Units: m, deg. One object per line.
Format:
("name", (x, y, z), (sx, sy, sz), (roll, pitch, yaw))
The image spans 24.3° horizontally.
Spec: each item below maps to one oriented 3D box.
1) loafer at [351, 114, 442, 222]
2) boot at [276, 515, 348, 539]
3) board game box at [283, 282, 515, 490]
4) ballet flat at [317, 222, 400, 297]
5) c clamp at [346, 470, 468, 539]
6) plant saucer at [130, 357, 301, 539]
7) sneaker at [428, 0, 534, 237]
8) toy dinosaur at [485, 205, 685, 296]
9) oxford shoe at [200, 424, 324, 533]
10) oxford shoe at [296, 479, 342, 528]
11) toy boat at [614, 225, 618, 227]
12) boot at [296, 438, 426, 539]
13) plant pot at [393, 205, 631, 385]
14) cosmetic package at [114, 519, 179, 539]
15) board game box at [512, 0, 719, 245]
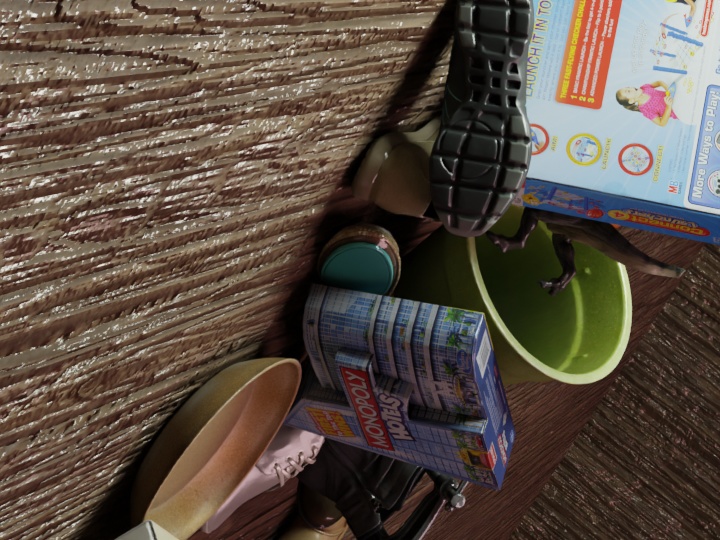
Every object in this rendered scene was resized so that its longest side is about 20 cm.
("loafer", (0.059, -0.076, 1.353), (0.200, 0.067, 0.076), (-25, 148, -60))
("boot", (-0.041, 0.247, 1.770), (0.176, 0.066, 0.201), (-55, 171, -46))
("board game box", (0.017, 0.096, 1.401), (0.201, 0.198, 0.062), (69, 35, -53))
("ballet flat", (0.000, 0.000, 1.382), (0.201, 0.070, 0.066), (103, 2, -61))
("c clamp", (0.053, 0.208, 1.633), (0.172, 0.027, 0.200), (-58, -158, -1))
("plant saucer", (-0.124, 0.142, 1.342), (0.200, 0.035, 0.201), (-49, 165, -18))
("sneaker", (0.098, -0.126, 1.268), (0.079, 0.074, 0.202), (-51, 151, -84))
("toy dinosaur", (0.158, -0.035, 1.348), (0.088, 0.200, 0.047), (-48, 165, 4))
("oxford shoe", (-0.071, 0.161, 1.501), (0.200, 0.058, 0.075), (-46, 166, -19))
("oxford shoe", (0.002, 0.167, 1.656), (0.201, 0.072, 0.084), (-60, -164, -6))
("toy boat", (0.210, -0.088, 1.648), (0.200, 0.130, 0.131), (-37, 158, -45))
("boot", (0.016, 0.148, 1.584), (0.070, 0.131, 0.201), (-25, 148, -58))
("plant pot", (0.102, 0.029, 1.470), (0.189, 0.201, 0.200), (-27, -173, 43))
("cosmetic package", (-0.148, 0.283, 1.323), (0.105, 0.071, 0.200), (-32, 142, 9))
("board game box", (0.218, -0.136, 1.328), (0.056, 0.194, 0.202), (82, 21, -69))
